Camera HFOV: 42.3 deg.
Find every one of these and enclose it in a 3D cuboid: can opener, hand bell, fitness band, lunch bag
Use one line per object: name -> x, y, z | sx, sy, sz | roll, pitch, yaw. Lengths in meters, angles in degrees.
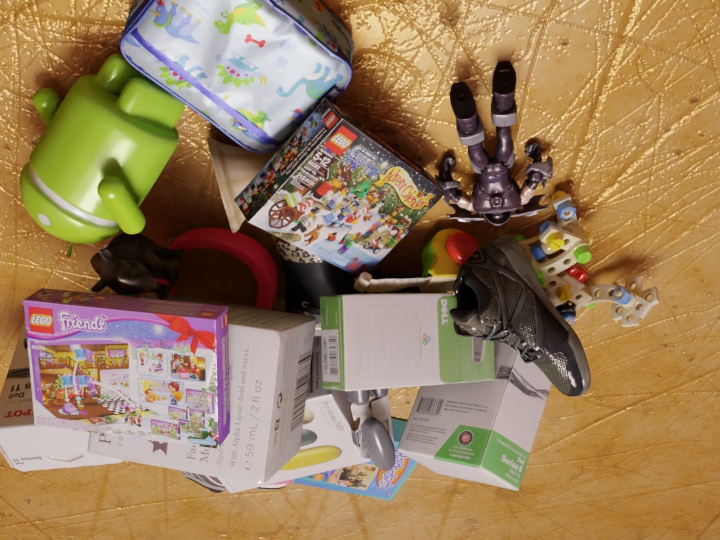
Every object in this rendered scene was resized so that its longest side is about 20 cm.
can opener -> 0.017, 0.142, 1.102 | 0.053, 0.067, 0.201 | -20, 116, -28
hand bell -> -0.055, -0.117, 0.998 | 0.199, 0.104, 0.104 | -16, 135, -5
fitness band -> -0.175, 0.027, 1.128 | 0.143, 0.038, 0.201 | 18, 133, -2
lunch bag -> -0.115, -0.213, 0.888 | 0.160, 0.083, 0.200 | -33, 126, 30

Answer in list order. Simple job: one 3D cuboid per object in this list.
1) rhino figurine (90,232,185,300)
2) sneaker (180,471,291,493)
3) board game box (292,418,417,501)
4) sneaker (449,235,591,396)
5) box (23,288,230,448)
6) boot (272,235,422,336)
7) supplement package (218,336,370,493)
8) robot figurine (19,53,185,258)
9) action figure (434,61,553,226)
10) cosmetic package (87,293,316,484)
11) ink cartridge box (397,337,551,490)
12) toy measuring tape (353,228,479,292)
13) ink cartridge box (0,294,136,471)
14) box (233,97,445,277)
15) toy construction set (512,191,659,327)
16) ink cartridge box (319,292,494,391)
rhino figurine -> -0.241, -0.002, 0.988 | 0.087, 0.200, 0.060 | 18, 96, -8
sneaker -> -0.188, 0.286, 1.367 | 0.199, 0.074, 0.088 | 7, 145, 13
board game box -> -0.018, 0.271, 1.388 | 0.199, 0.045, 0.152 | 15, 132, -15
sneaker -> 0.170, 0.071, 1.037 | 0.200, 0.114, 0.076 | 58, 155, -1
box -> -0.229, 0.096, 0.919 | 0.199, 0.039, 0.138 | 6, 109, 10
boot -> -0.001, 0.001, 1.107 | 0.202, 0.074, 0.154 | -8, 131, 3
supplement package -> -0.105, 0.169, 1.210 | 0.199, 0.151, 0.152 | -15, 133, 12
robot figurine -> -0.261, -0.113, 0.933 | 0.200, 0.176, 0.116 | -52, 151, 16
action figure -> 0.143, -0.119, 1.002 | 0.129, 0.070, 0.201 | -14, 138, 1
cosmetic package -> -0.169, 0.122, 1.030 | 0.199, 0.165, 0.166 | 7, 93, 10
ink cartridge box -> 0.150, 0.151, 1.142 | 0.084, 0.201, 0.146 | 34, 159, -33
toy measuring tape -> 0.075, -0.012, 1.078 | 0.199, 0.074, 0.074 | -3, 139, -30
ink cartridge box -> -0.345, 0.133, 1.130 | 0.146, 0.201, 0.083 | -6, 134, 3
box -> -0.016, -0.077, 0.959 | 0.137, 0.038, 0.200 | -46, 144, 14
toy construction set -> 0.258, 0.003, 1.113 | 0.200, 0.092, 0.131 | 36, 116, -25
ink cartridge box -> 0.055, 0.078, 1.057 | 0.199, 0.104, 0.059 | 0, 177, -28
